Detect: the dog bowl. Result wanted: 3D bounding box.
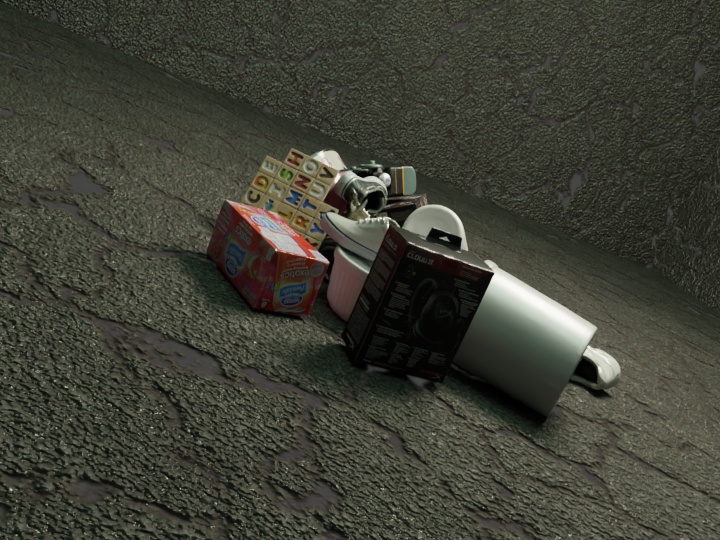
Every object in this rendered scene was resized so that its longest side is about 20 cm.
[{"bbox_3d":[-0.088,-0.129,1.527,0.074,0.201,0.200,42,19,16],"label":"dog bowl"}]

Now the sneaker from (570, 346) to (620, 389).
[{"bbox_3d":[0.388,0.155,1.504,0.198,0.079,0.099,30,19,27],"label":"sneaker"}]

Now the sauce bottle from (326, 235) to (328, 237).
[{"bbox_3d":[0.008,-0.025,1.545,0.197,0.067,0.066,22,14,-16],"label":"sauce bottle"}]

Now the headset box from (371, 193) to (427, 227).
[{"bbox_3d":[0.064,-0.105,1.682,0.146,0.079,0.200,-8,9,12],"label":"headset box"}]

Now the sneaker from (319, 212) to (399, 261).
[{"bbox_3d":[0.027,-0.055,1.282,0.198,0.072,0.073,29,15,19],"label":"sneaker"}]

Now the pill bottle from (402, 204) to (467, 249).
[{"bbox_3d":[0.141,-0.036,1.477,0.113,0.115,0.200,28,-7,16],"label":"pill bottle"}]

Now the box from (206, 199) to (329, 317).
[{"bbox_3d":[-0.145,-0.021,1.215,0.099,0.097,0.200,13,18,-37],"label":"box"}]

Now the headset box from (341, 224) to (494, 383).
[{"bbox_3d":[0.082,0.040,1.124,0.147,0.203,0.077,16,16,-25],"label":"headset box"}]

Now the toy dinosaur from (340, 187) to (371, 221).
[{"bbox_3d":[0.013,-0.062,1.408,0.200,0.077,0.102,47,3,-34],"label":"toy dinosaur"}]

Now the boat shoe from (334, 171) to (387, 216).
[{"bbox_3d":[0.013,-0.134,1.516,0.071,0.072,0.199,42,15,17],"label":"boat shoe"}]

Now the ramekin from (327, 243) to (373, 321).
[{"bbox_3d":[0.036,0.038,1.303,0.200,0.095,0.203,23,14,-6],"label":"ramekin"}]

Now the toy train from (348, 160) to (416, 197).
[{"bbox_3d":[0.036,-0.183,1.705,0.112,0.087,0.199,-2,1,-22],"label":"toy train"}]

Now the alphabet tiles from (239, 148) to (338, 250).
[{"bbox_3d":[-0.125,-0.113,1.415,0.165,0.202,0.008,25,-15,9],"label":"alphabet tiles"}]

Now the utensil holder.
[{"bbox_3d":[0.243,0.106,1.250,0.198,0.172,0.170,30,15,16],"label":"utensil holder"}]

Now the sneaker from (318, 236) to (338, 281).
[{"bbox_3d":[0.000,0.000,1.433,0.197,0.077,0.114,21,14,12],"label":"sneaker"}]
